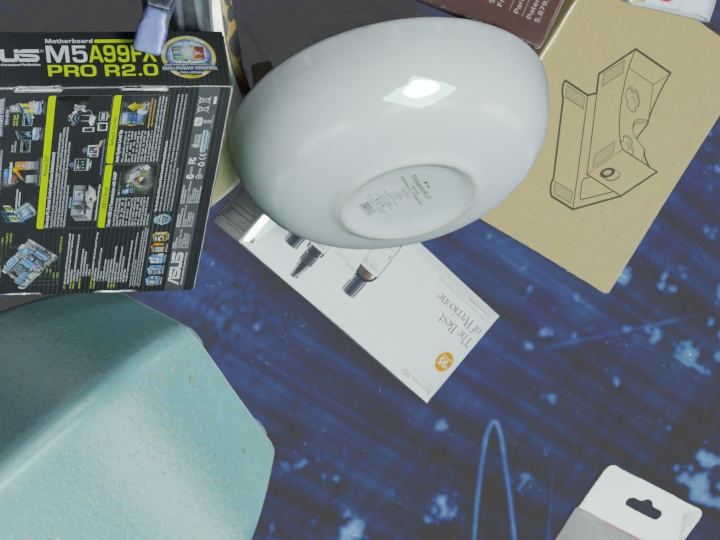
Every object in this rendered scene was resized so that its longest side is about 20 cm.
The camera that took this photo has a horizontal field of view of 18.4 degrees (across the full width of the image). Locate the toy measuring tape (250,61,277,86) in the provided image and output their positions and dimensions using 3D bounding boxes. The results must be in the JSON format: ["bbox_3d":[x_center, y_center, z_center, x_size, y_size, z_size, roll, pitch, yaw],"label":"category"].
[{"bbox_3d":[-0.003,-0.090,1.446,0.200,0.074,0.074,12,104,-38],"label":"toy measuring tape"}]

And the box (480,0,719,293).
[{"bbox_3d":[0.169,-0.102,1.565,0.163,0.021,0.200,29,94,-33],"label":"box"}]

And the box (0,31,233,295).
[{"bbox_3d":[-0.167,-0.060,1.318,0.160,0.044,0.200,-1,144,-13],"label":"box"}]

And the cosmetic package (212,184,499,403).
[{"bbox_3d":[0.000,0.000,1.502,0.083,0.051,0.200,-49,123,-1],"label":"cosmetic package"}]

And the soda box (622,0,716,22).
[{"bbox_3d":[0.152,-0.216,1.402,0.064,0.200,0.068,9,106,-30],"label":"soda box"}]

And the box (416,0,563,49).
[{"bbox_3d":[0.029,-0.256,1.343,0.200,0.166,0.164,19,101,-32],"label":"box"}]

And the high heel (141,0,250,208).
[{"bbox_3d":[-0.106,-0.137,1.398,0.071,0.143,0.200,-6,149,-7],"label":"high heel"}]

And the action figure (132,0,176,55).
[{"bbox_3d":[-0.134,-0.228,1.241,0.105,0.193,0.200,12,96,-17],"label":"action figure"}]

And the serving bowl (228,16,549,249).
[{"bbox_3d":[0.023,-0.068,1.354,0.200,0.066,0.200,-9,151,-5],"label":"serving bowl"}]

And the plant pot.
[{"bbox_3d":[-0.175,0.123,1.387,0.200,0.196,0.196,-44,124,-16],"label":"plant pot"}]

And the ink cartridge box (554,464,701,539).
[{"bbox_3d":[0.189,0.261,1.696,0.116,0.067,0.200,27,96,-33],"label":"ink cartridge box"}]
